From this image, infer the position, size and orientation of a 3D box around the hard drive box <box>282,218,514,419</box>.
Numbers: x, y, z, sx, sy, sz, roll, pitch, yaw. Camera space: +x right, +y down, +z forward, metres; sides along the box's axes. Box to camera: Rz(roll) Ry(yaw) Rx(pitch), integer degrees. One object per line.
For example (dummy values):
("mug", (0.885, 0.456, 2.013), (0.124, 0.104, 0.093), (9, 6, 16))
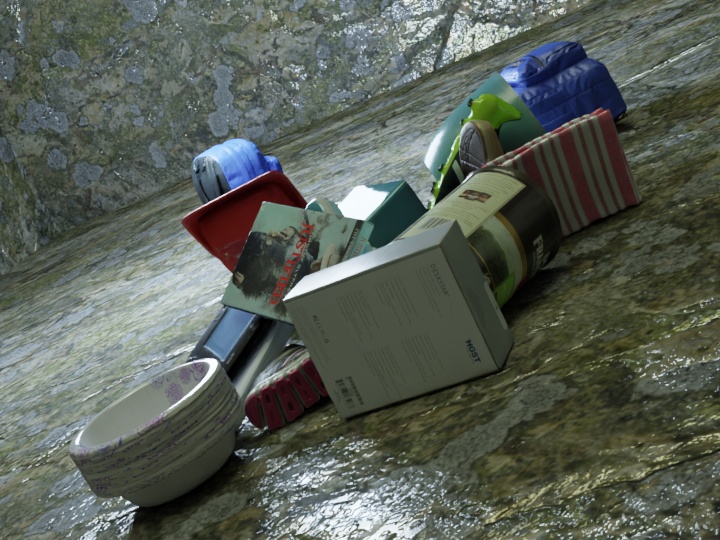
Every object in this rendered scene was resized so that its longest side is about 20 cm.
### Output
("hard drive box", (0.042, 0.056, 1.405), (0.200, 0.156, 0.077), (-19, 15, 25))

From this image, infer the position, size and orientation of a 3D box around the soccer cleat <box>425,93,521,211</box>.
("soccer cleat", (0.149, -0.137, 1.720), (0.068, 0.081, 0.200), (-66, 0, -74))

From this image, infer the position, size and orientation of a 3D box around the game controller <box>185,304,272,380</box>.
("game controller", (-0.149, 0.063, 1.630), (0.200, 0.042, 0.104), (-56, 25, -4))

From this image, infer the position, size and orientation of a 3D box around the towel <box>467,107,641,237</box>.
("towel", (0.247, -0.104, 1.632), (0.200, 0.146, 0.030), (-26, 31, 2))

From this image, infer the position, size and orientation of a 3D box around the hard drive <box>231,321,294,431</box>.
("hard drive", (-0.142, 0.106, 1.644), (0.132, 0.027, 0.200), (-2, 55, 60))

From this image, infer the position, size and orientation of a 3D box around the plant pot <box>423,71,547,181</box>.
("plant pot", (0.188, -0.155, 1.834), (0.161, 0.201, 0.201), (-36, 13, 7))

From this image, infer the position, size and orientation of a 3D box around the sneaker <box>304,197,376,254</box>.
("sneaker", (0.012, -0.010, 1.635), (0.130, 0.200, 0.080), (-22, -2, -37))

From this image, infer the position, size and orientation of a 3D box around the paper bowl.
("paper bowl", (-0.226, 0.195, 1.490), (0.200, 0.104, 0.201), (-28, 14, 8))

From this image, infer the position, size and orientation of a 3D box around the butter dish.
("butter dish", (-0.177, -0.051, 2.240), (0.200, 0.148, 0.199), (-27, -26, 6))

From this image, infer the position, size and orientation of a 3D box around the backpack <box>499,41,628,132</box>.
("backpack", (0.292, -0.264, 2.083), (0.200, 0.168, 0.163), (-34, 8, -11))

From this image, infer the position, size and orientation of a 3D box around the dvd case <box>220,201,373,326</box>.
("dvd case", (-0.081, -0.006, 1.567), (0.200, 0.022, 0.146), (14, 78, 47))

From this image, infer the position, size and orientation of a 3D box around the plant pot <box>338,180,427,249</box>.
("plant pot", (0.000, 0.000, 1.736), (0.200, 0.141, 0.141), (-45, 20, -22))

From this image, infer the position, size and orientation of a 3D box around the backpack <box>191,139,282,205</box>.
("backpack", (-0.238, -0.166, 2.589), (0.168, 0.200, 0.162), (-36, 16, -32))

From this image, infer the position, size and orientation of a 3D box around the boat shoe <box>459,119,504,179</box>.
("boat shoe", (0.182, -0.114, 1.676), (0.065, 0.200, 0.072), (-28, 31, -17))

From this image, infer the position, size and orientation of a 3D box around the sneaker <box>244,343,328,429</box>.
("sneaker", (-0.051, 0.112, 1.535), (0.200, 0.074, 0.087), (-31, 20, 3))

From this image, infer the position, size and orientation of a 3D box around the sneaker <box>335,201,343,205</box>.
("sneaker", (-0.015, -0.075, 2.133), (0.200, 0.081, 0.077), (-18, 15, 27))

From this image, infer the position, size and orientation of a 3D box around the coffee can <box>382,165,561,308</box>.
("coffee can", (0.126, -0.016, 1.525), (0.146, 0.147, 0.200), (-12, 21, 46))
